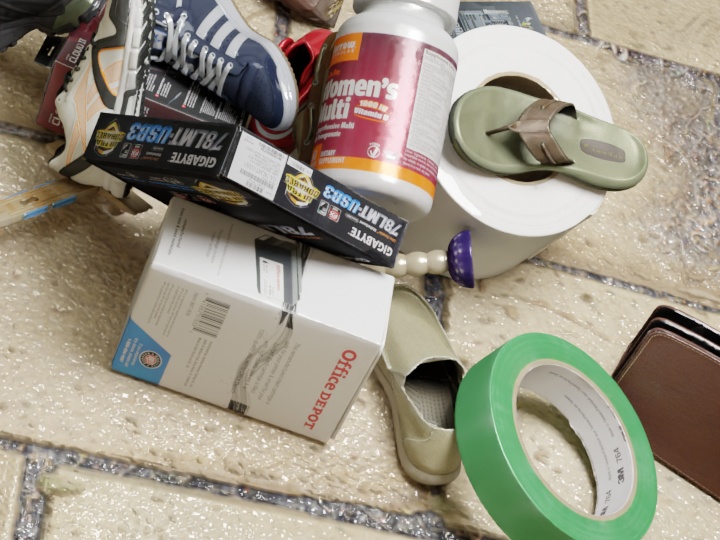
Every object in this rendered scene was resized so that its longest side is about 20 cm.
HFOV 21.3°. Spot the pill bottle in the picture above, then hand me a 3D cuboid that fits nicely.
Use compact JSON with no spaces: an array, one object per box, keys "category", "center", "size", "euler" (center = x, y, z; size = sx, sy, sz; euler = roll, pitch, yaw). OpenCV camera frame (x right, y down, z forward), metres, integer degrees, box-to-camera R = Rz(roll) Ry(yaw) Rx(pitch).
[{"category":"pill bottle","center":[0.024,-0.151,1.626],"size":[0.109,0.110,0.202],"euler":[14,77,-13]}]

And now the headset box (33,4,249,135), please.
[{"category":"headset box","center":[-0.197,-0.169,1.745],"size":[0.198,0.075,0.149],"euler":[21,36,-7]}]

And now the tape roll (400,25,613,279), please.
[{"category":"tape roll","center":[0.117,-0.107,1.766],"size":[0.201,0.139,0.205],"euler":[7,70,-20]}]

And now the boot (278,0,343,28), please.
[{"category":"boot","center":[-0.112,-0.302,1.907],"size":[0.199,0.064,0.186],"euler":[38,35,4]}]

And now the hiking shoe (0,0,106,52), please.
[{"category":"hiking shoe","center":[-0.327,-0.249,1.703],"size":[0.198,0.101,0.076],"euler":[-17,28,11]}]

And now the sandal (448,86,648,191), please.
[{"category":"sandal","center":[0.169,-0.122,1.681],"size":[0.199,0.057,0.081],"euler":[8,70,-20]}]

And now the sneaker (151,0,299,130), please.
[{"category":"sneaker","center":[-0.142,-0.190,1.681],"size":[0.108,0.070,0.200],"euler":[-12,52,-37]}]

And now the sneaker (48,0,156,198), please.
[{"category":"sneaker","center":[-0.220,-0.163,1.626],"size":[0.079,0.202,0.074],"euler":[11,15,3]}]

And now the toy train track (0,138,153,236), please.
[{"category":"toy train track","center":[-0.259,-0.059,1.659],"size":[0.114,0.033,0.199],"euler":[36,35,23]}]

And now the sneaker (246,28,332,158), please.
[{"category":"sneaker","center":[-0.046,-0.188,1.816],"size":[0.078,0.116,0.201],"euler":[24,47,-3]}]

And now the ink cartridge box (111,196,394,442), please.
[{"category":"ink cartridge box","center":[-0.089,0.044,1.584],"size":[0.198,0.145,0.085],"euler":[20,47,-8]}]

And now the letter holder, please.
[{"category":"letter holder","center":[0.334,0.114,1.719],"size":[0.199,0.143,0.101],"euler":[33,47,5]}]

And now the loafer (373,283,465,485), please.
[{"category":"loafer","center":[0.056,0.087,1.666],"size":[0.075,0.068,0.201],"euler":[0,53,-24]}]

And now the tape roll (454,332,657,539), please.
[{"category":"tape roll","center":[0.168,0.153,1.633],"size":[0.199,0.048,0.202],"euler":[27,44,-30]}]

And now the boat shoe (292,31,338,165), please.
[{"category":"boat shoe","center":[-0.022,-0.121,1.730],"size":[0.073,0.202,0.075],"euler":[17,2,40]}]

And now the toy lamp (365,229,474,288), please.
[{"category":"toy lamp","center":[0.000,0.000,1.683],"size":[0.198,0.058,0.059],"euler":[-4,50,5]}]

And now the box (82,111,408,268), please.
[{"category":"box","center":[-0.095,-0.065,1.570],"size":[0.198,0.199,0.050],"euler":[31,76,-40]}]

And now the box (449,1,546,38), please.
[{"category":"box","center":[0.131,-0.185,1.938],"size":[0.156,0.051,0.201],"euler":[-4,55,-24]}]
